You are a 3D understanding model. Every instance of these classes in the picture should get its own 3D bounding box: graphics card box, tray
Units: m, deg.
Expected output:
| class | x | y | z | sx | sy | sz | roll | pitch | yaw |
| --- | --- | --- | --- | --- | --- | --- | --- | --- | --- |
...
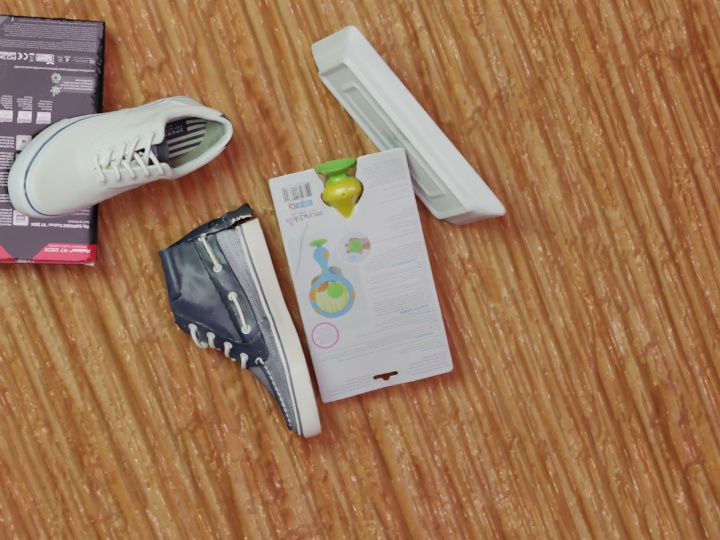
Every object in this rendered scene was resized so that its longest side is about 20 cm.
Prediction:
| class | x | y | z | sx | sy | sz | roll | pitch | yaw |
| --- | --- | --- | --- | --- | --- | --- | --- | --- | --- |
| graphics card box | -0.273 | -0.106 | 1.679 | 0.125 | 0.051 | 0.201 | 1 | 94 | -12 |
| tray | 0.033 | -0.112 | 1.713 | 0.022 | 0.107 | 0.200 | -44 | 101 | -18 |

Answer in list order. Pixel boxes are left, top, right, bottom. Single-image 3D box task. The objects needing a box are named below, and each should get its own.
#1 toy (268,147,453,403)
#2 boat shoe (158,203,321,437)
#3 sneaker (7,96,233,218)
| class | x | y | z | sx | sy | sz | roll | pitch | yaw |
| --- | --- | --- | --- | --- | --- | --- | --- | --- | --- |
| toy | 0.000 | 0.000 | 1.740 | 0.115 | 0.047 | 0.200 | -14 | 110 | -2 |
| boat shoe | -0.102 | 0.053 | 1.721 | 0.093 | 0.075 | 0.201 | -19 | 89 | -4 |
| sneaker | -0.187 | -0.095 | 1.643 | 0.200 | 0.071 | 0.073 | -30 | 114 | -38 |
